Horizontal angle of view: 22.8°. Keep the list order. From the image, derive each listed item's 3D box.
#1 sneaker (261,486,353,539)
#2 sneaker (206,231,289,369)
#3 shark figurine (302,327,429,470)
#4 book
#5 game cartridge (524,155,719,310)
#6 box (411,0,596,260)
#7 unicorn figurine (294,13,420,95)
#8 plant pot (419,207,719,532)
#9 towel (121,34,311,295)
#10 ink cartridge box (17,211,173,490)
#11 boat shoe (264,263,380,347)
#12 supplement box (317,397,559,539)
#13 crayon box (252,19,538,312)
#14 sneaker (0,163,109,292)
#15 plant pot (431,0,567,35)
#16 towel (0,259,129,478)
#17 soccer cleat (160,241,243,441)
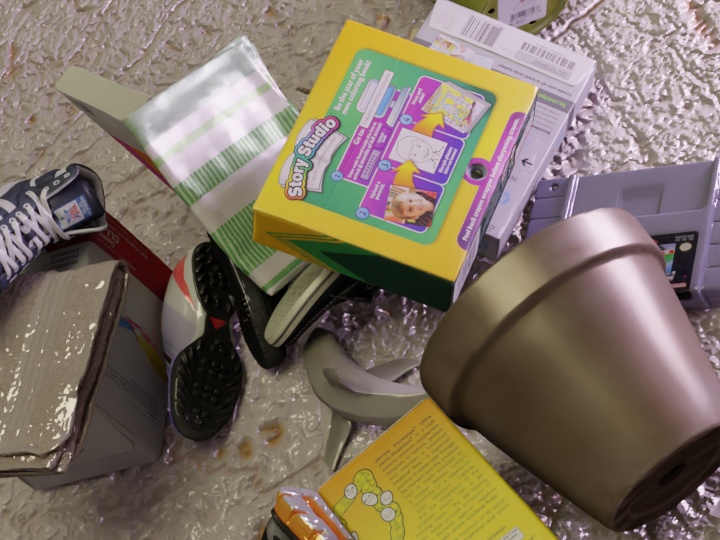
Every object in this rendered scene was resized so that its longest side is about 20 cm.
[{"bbox_3d":[-0.016,0.251,1.362,0.077,0.078,0.200,-59,41,15],"label":"sneaker"},{"bbox_3d":[-0.074,-0.017,1.601,0.104,0.060,0.200,-16,71,-17],"label":"sneaker"},{"bbox_3d":[0.018,0.088,1.445,0.214,0.089,0.128,-5,57,37],"label":"shark figurine"},{"bbox_3d":[-0.181,-0.108,1.658,0.134,0.200,0.048,26,78,45],"label":"book"},{"bbox_3d":[0.221,-0.025,1.419,0.200,0.038,0.130,-6,51,34],"label":"game cartridge"},{"bbox_3d":[0.090,-0.124,1.520,0.156,0.041,0.200,24,63,13],"label":"box"},{"bbox_3d":[0.003,-0.161,1.604,0.074,0.200,0.137,18,68,9],"label":"unicorn figurine"},{"bbox_3d":[0.170,0.084,1.271,0.200,0.200,0.174,-40,62,4],"label":"plant pot"},{"bbox_3d":[-0.093,-0.092,1.567,0.153,0.200,0.023,-40,6,-32],"label":"towel"},{"bbox_3d":[-0.268,0.073,1.625,0.145,0.145,0.200,-17,50,24],"label":"ink cartridge box"},{"bbox_3d":[0.000,0.000,1.532,0.200,0.062,0.075,-44,12,-10],"label":"boat shoe"},{"bbox_3d":[0.078,0.208,1.268,0.109,0.109,0.200,-39,49,-5],"label":"supplement box"},{"bbox_3d":[0.029,-0.087,1.444,0.172,0.058,0.200,20,63,10],"label":"crayon box"},{"bbox_3d":[-0.289,-0.029,1.532,0.108,0.070,0.200,-12,27,25],"label":"sneaker"},{"bbox_3d":[0.109,-0.310,1.636,0.187,0.187,0.200,-34,58,11],"label":"plant pot"},{"bbox_3d":[-0.274,0.082,1.497,0.132,0.034,0.200,-7,55,28],"label":"towel"},{"bbox_3d":[-0.150,0.072,1.608,0.073,0.068,0.200,-37,42,43],"label":"soccer cleat"}]
